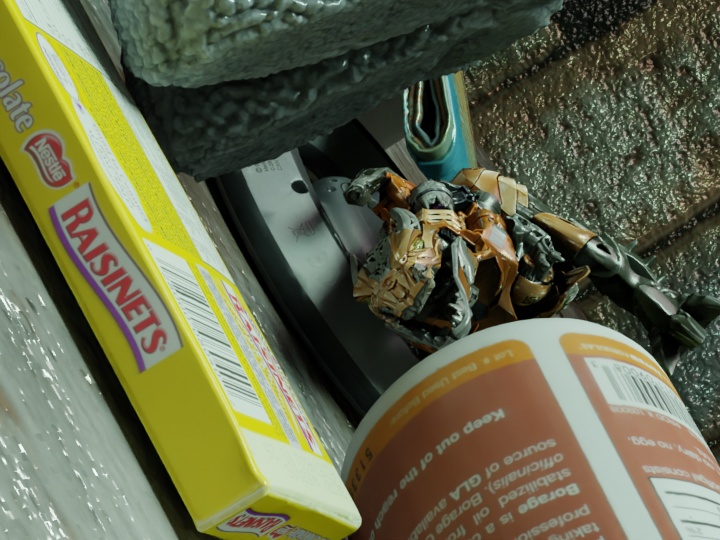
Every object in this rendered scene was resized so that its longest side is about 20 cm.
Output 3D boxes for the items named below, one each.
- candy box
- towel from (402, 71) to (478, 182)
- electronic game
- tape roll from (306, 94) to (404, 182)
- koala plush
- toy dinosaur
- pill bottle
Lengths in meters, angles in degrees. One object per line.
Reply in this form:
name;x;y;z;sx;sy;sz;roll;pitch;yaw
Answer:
candy box;-0.066;-0.018;0.630;0.201;0.026;0.102;60;4;16
towel;0.034;-0.080;1.060;0.200;0.022;0.147;66;16;-70
electronic game;0.000;0.000;0.955;0.200;0.042;0.200;52;16;-21
tape roll;-0.043;-0.143;1.170;0.203;0.071;0.202;57;7;-11
koala plush;-0.019;-0.161;0.748;0.177;0.183;0.201;105;-38;-78
toy dinosaur;0.058;0.001;0.892;0.136;0.102;0.200;41;36;4
pill bottle;0.070;0.115;0.663;0.112;0.112;0.200;52;9;-40
